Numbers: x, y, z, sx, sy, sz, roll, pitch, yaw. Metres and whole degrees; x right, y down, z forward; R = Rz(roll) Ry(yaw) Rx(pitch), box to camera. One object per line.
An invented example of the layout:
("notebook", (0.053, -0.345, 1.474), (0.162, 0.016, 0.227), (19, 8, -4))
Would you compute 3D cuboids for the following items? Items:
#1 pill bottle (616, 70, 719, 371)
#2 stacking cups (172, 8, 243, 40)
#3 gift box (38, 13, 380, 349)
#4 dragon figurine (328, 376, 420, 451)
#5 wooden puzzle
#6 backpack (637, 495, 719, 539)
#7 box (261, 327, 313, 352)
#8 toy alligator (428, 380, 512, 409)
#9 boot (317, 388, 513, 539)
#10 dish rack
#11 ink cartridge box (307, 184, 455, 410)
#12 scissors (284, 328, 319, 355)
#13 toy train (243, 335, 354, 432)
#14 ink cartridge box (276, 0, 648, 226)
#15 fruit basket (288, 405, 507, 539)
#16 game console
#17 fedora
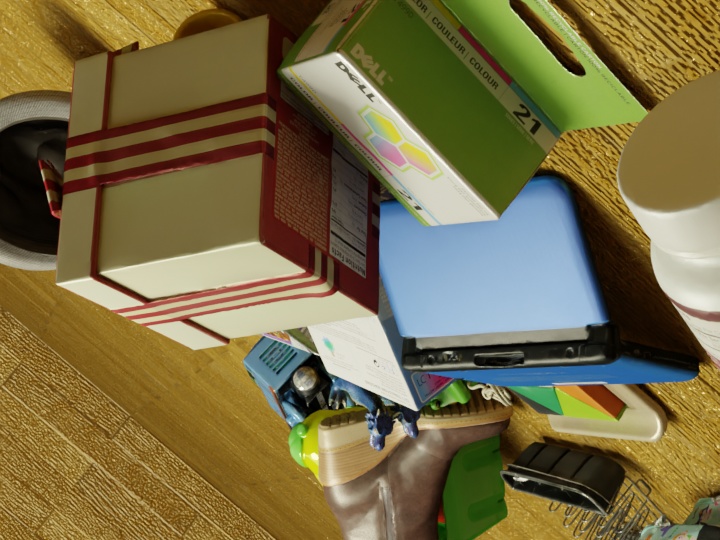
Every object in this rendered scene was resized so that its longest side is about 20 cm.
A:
("pill bottle", (0.216, 0.002, 0.778), (0.114, 0.115, 0.200), (15, 151, 53))
("stacking cups", (-0.100, -0.127, 1.219), (0.060, 0.061, 0.200), (33, 164, 18))
("gift box", (-0.097, -0.063, 1.066), (0.185, 0.203, 0.184), (-11, 152, 27))
("dragon figurine", (0.009, 0.069, 1.420), (0.058, 0.203, 0.099), (3, 163, -31))
("wooden puzzle", (0.136, 0.070, 1.264), (0.200, 0.037, 0.185), (44, 163, -15))
("backpack", (0.295, 0.278, 1.264), (0.177, 0.151, 0.200), (42, 156, -2))
("box", (-0.136, 0.000, 1.658), (0.136, 0.039, 0.200), (16, 152, 51))
("toy alligator", (0.068, 0.103, 1.417), (0.060, 0.054, 0.200), (54, 168, -26))
("boot", (0.062, 0.205, 1.481), (0.072, 0.197, 0.168), (-71, -31, -69))
("dish rack", (0.241, 0.239, 1.451), (0.200, 0.055, 0.153), (45, 163, -21))
("ink cartridge box", (0.000, 0.000, 1.249), (0.136, 0.076, 0.202), (18, 140, 52))
("scissors", (-0.096, 0.029, 1.502), (0.198, 0.073, 0.014), (25, 117, 28))
("toy train", (-0.068, 0.143, 1.821), (0.114, 0.087, 0.200), (42, 168, 21))
("ink cartridge box", (0.055, -0.105, 0.911), (0.148, 0.076, 0.199), (44, 164, -17))
("fruit basket", (0.024, 0.208, 1.585), (0.215, 0.213, 0.158), (5, 104, 62))
("game console", (0.121, 0.015, 1.109), (0.169, 0.120, 0.199), (13, 168, -42))
("fedora", (-0.293, -0.095, 1.441), (0.197, 0.179, 0.090), (3, -155, -21))
